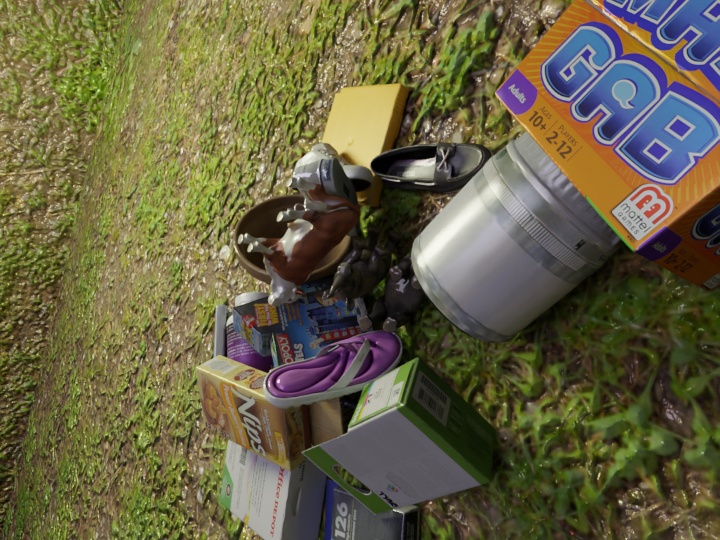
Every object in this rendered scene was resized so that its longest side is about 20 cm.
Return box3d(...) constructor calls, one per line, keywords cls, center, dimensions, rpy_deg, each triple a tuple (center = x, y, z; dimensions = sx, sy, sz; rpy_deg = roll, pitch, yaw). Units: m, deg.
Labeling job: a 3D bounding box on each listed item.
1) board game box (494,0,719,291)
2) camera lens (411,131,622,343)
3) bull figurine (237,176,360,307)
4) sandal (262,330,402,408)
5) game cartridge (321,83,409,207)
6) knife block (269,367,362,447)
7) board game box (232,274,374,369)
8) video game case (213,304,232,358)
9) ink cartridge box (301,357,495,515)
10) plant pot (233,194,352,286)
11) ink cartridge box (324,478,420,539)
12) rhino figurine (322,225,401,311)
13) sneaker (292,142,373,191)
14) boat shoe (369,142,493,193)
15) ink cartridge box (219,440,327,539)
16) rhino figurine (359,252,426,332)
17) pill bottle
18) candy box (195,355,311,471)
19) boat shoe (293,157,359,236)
box3d(cls="board game box", center=(0.283, -0.133, 0.424), dimensions=(0.200, 0.199, 0.201), rpy_deg=(-47, 50, 29))
box3d(cls="camera lens", center=(0.166, -0.032, 0.558), dimensions=(0.200, 0.159, 0.161), rpy_deg=(-48, 50, 29))
box3d(cls="bull figurine", center=(-0.089, -0.035, 0.698), dimensions=(0.200, 0.121, 0.065), rpy_deg=(-46, 41, 23))
box3d(cls="sandal", center=(-0.028, 0.122, 0.662), dimensions=(0.083, 0.201, 0.050), rpy_deg=(48, 147, 39))
box3d(cls="game cartridge", center=(-0.007, -0.220, 0.888), dimensions=(0.176, 0.032, 0.202), rpy_deg=(19, 93, 48))
box3d(cls="knife block", center=(-0.032, 0.185, 0.754), dimensions=(0.200, 0.064, 0.176), rpy_deg=(53, 131, 15))
box3d(cls="board game box", center=(-0.083, 0.100, 0.753), dimensions=(0.062, 0.198, 0.201), rpy_deg=(101, 157, -48))
box3d(cls="video game case", center=(-0.268, 0.183, 1.007), dimensions=(0.182, 0.022, 0.202), rpy_deg=(114, 155, -74))
box3d(cls="ink cartridge box", center=(0.043, 0.216, 0.639), dimensions=(0.200, 0.148, 0.076), rpy_deg=(-36, 16, 37))
box3d(cls="plant pot", center=(-0.113, -0.034, 0.878), dimensions=(0.093, 0.199, 0.201), rpy_deg=(92, 154, -48))
box3d(cls="ink cartridge box", center=(-0.003, 0.423, 0.727), dimensions=(0.199, 0.047, 0.200), rpy_deg=(-8, 76, 44))
box3d(cls="rhino figurine", center=(0.000, 0.000, 0.716), dimensions=(0.059, 0.200, 0.088), rpy_deg=(27, 114, 10))
box3d(cls="sneaker", center=(-0.052, -0.176, 0.847), dimensions=(0.199, 0.072, 0.085), rpy_deg=(9, 88, 48))
box3d(cls="boat shoe", center=(0.095, -0.150, 0.738), dimensions=(0.199, 0.057, 0.068), rpy_deg=(4, 83, 48))
box3d(cls="ink cartridge box", center=(-0.151, 0.356, 0.870), dimensions=(0.199, 0.084, 0.146), rpy_deg=(4, 84, 48))
box3d(cls="rhino figurine", center=(0.077, 0.005, 0.706), dimensions=(0.060, 0.087, 0.201), rpy_deg=(39, 111, 15))
box3d(cls="pill bottle", center=(-0.189, 0.147, 0.938), dimensions=(0.112, 0.112, 0.202), rpy_deg=(-25, 64, 41))
box3d(cls="candy box", center=(-0.169, 0.218, 0.798), dimensions=(0.199, 0.055, 0.116), rpy_deg=(12, 114, 34))
box3d(cls="boat shoe", center=(-0.056, -0.101, 0.763), dimensions=(0.085, 0.202, 0.075), rpy_deg=(-3, 76, 11))
